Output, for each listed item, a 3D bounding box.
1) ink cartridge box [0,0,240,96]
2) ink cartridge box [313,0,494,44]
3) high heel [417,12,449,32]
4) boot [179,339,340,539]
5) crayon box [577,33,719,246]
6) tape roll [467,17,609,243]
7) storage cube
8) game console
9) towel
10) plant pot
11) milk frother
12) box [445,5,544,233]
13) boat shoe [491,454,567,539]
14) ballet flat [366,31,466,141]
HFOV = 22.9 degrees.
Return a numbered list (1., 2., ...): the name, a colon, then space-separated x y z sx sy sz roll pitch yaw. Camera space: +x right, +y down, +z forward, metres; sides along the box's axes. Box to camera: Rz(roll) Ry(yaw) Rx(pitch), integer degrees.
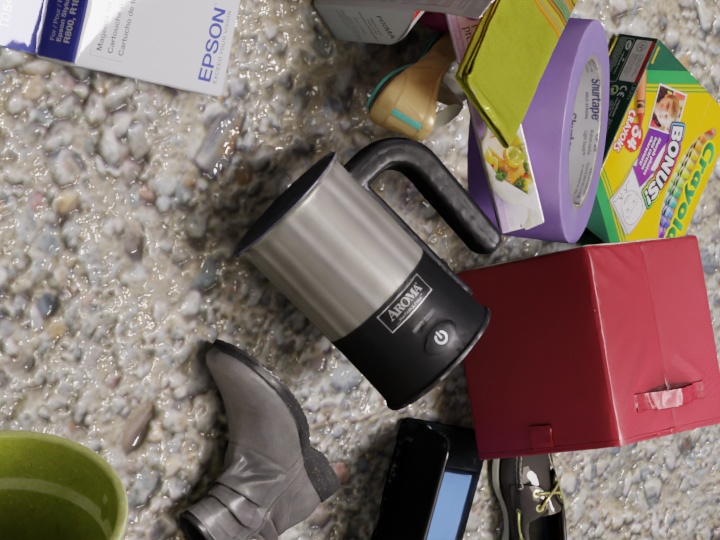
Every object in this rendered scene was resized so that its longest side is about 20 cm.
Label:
1. ink cartridge box: -0.167 -0.242 1.322 0.200 0.043 0.197 7 97 -47
2. ink cartridge box: 0.077 -0.251 1.445 0.160 0.200 0.047 -52 129 -20
3. high heel: 0.109 -0.285 1.542 0.200 0.096 0.067 -48 130 -24
4. boot: -0.102 0.165 1.485 0.132 0.070 0.200 -44 124 -21
5. crayon box: 0.281 -0.108 1.789 0.172 0.058 0.200 34 77 -44
6. tape roll: 0.162 -0.128 1.590 0.200 0.085 0.201 7 90 -73
7. storage cube: 0.210 0.072 1.658 0.171 0.200 0.180 -6 87 -43
8. game console: 0.071 0.248 1.642 0.176 0.116 0.201 15 91 -46
9. towel: 0.136 -0.201 1.455 0.086 0.018 0.200 49 52 -33
10. plant pot: -0.260 0.248 1.282 0.200 0.200 0.185 -29 133 -36
11. milk frother: 0.000 0.000 1.502 0.188 0.200 0.181 46 59 -10
12. box: 0.110 -0.131 1.470 0.039 0.041 0.201 -15 100 1
13. boat shoe: 0.176 0.235 1.781 0.072 0.060 0.202 -22 117 -39
14. ballet flat: 0.062 -0.154 1.508 0.069 0.063 0.200 -60 175 32
